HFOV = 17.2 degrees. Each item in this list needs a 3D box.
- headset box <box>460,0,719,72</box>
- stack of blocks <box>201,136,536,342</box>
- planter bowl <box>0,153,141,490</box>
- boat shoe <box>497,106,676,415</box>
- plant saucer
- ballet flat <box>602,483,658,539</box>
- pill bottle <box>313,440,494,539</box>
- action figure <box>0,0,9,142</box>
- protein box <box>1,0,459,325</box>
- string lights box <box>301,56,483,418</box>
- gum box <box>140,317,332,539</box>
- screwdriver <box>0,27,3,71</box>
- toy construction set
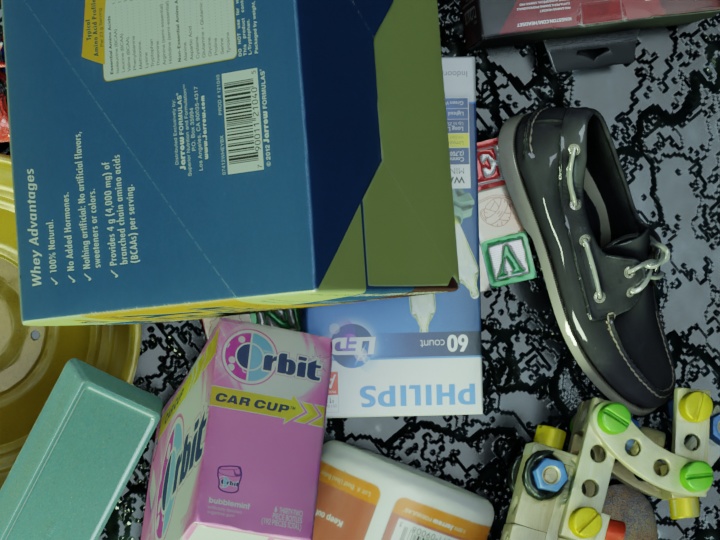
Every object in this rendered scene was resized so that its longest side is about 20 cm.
[{"bbox_3d":[0.129,-0.222,1.416,0.147,0.077,0.202,-8,92,-5],"label":"headset box"},{"bbox_3d":[0.000,0.000,1.412,0.198,0.059,0.116,-14,91,-5],"label":"stack of blocks"},{"bbox_3d":[-0.227,0.033,1.379,0.198,0.083,0.203,0,89,-6],"label":"planter bowl"},{"bbox_3d":[0.148,-0.005,1.401,0.062,0.073,0.201,-16,108,35],"label":"boat shoe"},{"bbox_3d":[-0.179,0.152,1.334,0.070,0.019,0.201,28,89,-36],"label":"plant saucer"},{"bbox_3d":[0.138,0.228,1.421,0.068,0.067,0.202,18,88,-9],"label":"ballet flat"},{"bbox_3d":[-0.006,0.210,1.385,0.111,0.112,0.202,22,88,-5],"label":"pill bottle"},{"bbox_3d":[-0.237,-0.146,1.343,0.200,0.099,0.065,44,44,12],"label":"action figure"},{"bbox_3d":[-0.071,-0.077,1.267,0.199,0.134,0.201,-7,86,35],"label":"protein box"},{"bbox_3d":[0.016,-0.018,1.354,0.102,0.059,0.202,-2,89,-4],"label":"string lights box"},{"bbox_3d":[-0.075,0.118,1.320,0.066,0.200,0.114,11,66,-12],"label":"gum box"},{"bbox_3d":[-0.157,-0.107,1.417,0.199,0.029,0.028,22,87,-9],"label":"screwdriver"},{"bbox_3d":[0.146,0.157,1.370,0.130,0.092,0.202,17,65,-9],"label":"toy construction set"}]
